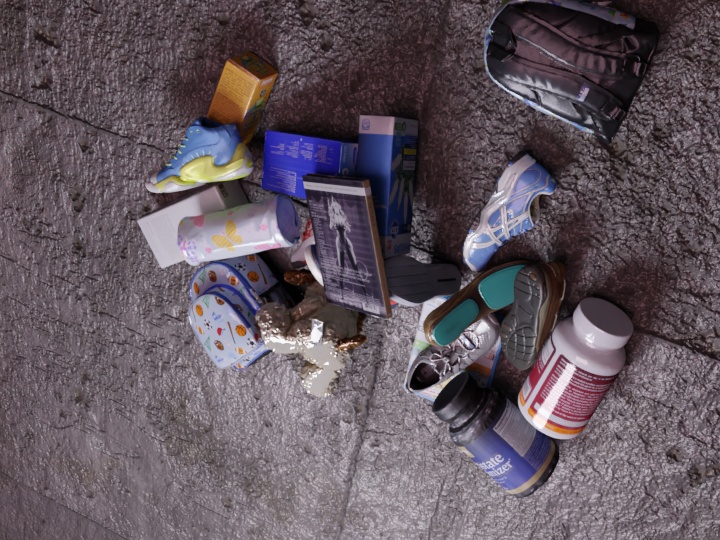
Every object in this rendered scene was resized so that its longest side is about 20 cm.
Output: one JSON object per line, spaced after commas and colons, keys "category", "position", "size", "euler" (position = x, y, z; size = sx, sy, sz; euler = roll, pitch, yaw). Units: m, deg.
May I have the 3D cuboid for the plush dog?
{"category": "plush dog", "position": [-0.055, 0.079, 1.422], "size": [0.159, 0.173, 0.200], "euler": [-24, 125, 26]}

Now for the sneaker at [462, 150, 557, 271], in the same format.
{"category": "sneaker", "position": [0.213, -0.072, 1.272], "size": [0.077, 0.076, 0.201], "euler": [35, 126, 13]}

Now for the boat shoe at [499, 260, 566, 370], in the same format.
{"category": "boat shoe", "position": [0.267, 0.067, 1.308], "size": [0.076, 0.073, 0.201], "euler": [47, 146, 34]}

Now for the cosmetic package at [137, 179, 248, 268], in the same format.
{"category": "cosmetic package", "position": [-0.285, -0.084, 1.528], "size": [0.198, 0.074, 0.102], "euler": [-17, 106, 30]}

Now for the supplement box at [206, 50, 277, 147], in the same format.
{"category": "supplement box", "position": [-0.205, -0.248, 1.409], "size": [0.068, 0.067, 0.201], "euler": [32, 125, 9]}

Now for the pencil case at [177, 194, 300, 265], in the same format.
{"category": "pencil case", "position": [-0.196, -0.065, 1.403], "size": [0.198, 0.091, 0.084], "euler": [-11, 106, 19]}

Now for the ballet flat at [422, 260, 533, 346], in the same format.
{"category": "ballet flat", "position": [0.174, 0.042, 1.329], "size": [0.199, 0.072, 0.068], "euler": [-37, 113, -7]}

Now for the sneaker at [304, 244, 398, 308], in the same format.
{"category": "sneaker", "position": [0.000, 0.000, 1.385], "size": [0.084, 0.075, 0.199], "euler": [-34, 136, 27]}

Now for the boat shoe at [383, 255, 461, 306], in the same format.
{"category": "boat shoe", "position": [0.076, 0.021, 1.322], "size": [0.066, 0.199, 0.074], "euler": [-10, 79, 38]}

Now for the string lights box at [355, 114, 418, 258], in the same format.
{"category": "string lights box", "position": [0.037, -0.124, 1.289], "size": [0.058, 0.103, 0.202], "euler": [7, 99, 23]}

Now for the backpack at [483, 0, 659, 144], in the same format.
{"category": "backpack", "position": [0.255, -0.278, 1.123], "size": [0.198, 0.154, 0.164], "euler": [13, 124, -4]}

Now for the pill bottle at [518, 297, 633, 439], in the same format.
{"category": "pill bottle", "position": [0.322, 0.145, 1.299], "size": [0.112, 0.113, 0.201], "euler": [29, 124, 12]}

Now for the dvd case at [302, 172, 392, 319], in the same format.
{"category": "dvd case", "position": [-0.020, -0.038, 1.254], "size": [0.148, 0.016, 0.202], "euler": [13, 119, 52]}

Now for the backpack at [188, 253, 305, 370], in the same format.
{"category": "backpack", "position": [-0.213, 0.065, 1.522], "size": [0.199, 0.154, 0.192], "euler": [-34, 85, 38]}

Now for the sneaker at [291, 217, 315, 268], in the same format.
{"category": "sneaker", "position": [-0.058, -0.090, 1.412], "size": [0.201, 0.067, 0.108], "euler": [-31, 95, 32]}

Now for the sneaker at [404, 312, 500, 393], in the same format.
{"category": "sneaker", "position": [0.146, 0.138, 1.383], "size": [0.075, 0.082, 0.200], "euler": [43, 124, 2]}

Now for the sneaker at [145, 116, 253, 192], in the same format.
{"category": "sneaker", "position": [-0.264, -0.187, 1.394], "size": [0.198, 0.076, 0.106], "euler": [-9, 99, 21]}

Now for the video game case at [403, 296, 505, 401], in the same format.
{"category": "video game case", "position": [0.156, 0.140, 1.442], "size": [0.142, 0.018, 0.202], "euler": [21, 121, 16]}

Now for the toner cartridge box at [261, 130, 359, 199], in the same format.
{"category": "toner cartridge box", "position": [-0.078, -0.159, 1.338], "size": [0.199, 0.043, 0.096], "euler": [19, 108, 48]}

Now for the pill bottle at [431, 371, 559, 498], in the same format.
{"category": "pill bottle", "position": [0.214, 0.260, 1.398], "size": [0.200, 0.112, 0.112], "euler": [42, 126, -7]}
